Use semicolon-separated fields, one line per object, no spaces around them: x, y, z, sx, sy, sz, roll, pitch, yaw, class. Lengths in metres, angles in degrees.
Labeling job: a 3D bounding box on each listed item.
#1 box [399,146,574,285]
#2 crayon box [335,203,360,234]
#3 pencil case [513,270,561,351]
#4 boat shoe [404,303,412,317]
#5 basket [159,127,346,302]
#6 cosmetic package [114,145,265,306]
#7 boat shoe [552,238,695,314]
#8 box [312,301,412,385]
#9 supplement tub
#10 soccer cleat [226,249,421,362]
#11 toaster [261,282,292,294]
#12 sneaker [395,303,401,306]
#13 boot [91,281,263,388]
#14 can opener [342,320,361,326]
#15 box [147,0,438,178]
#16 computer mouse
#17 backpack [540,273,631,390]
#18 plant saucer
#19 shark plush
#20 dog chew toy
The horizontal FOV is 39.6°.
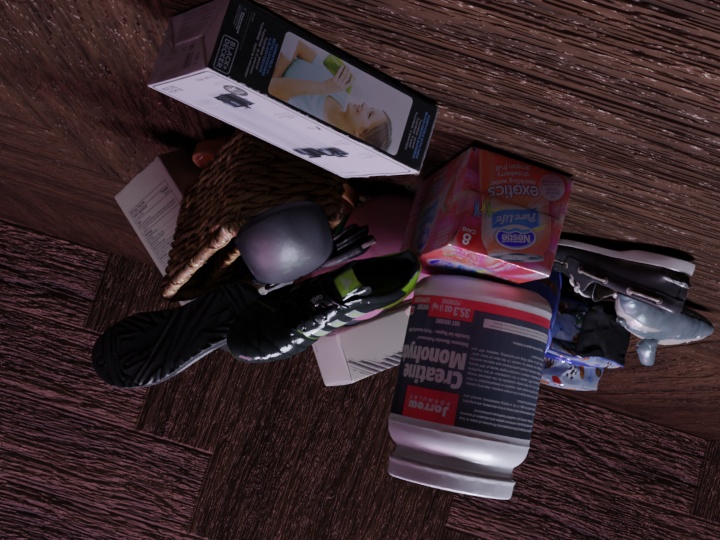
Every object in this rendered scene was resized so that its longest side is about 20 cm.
0.113;-0.044;0.962;0.102;0.095;0.200;17;172;-10;box
0.041;-0.031;1.337;0.200;0.058;0.119;20;172;-23;crayon box
0.187;0.042;1.154;0.078;0.087;0.200;40;-156;0;pencil case
0.128;0.031;1.225;0.063;0.073;0.200;50;-141;8;boat shoe
-0.103;-0.040;1.038;0.143;0.149;0.200;22;147;-23;basket
-0.202;-0.040;1.225;0.105;0.200;0.071;-32;178;35;cosmetic package
0.267;0.005;1.096;0.200;0.060;0.074;12;176;40;boat shoe
0.043;0.086;1.297;0.200;0.068;0.082;-18;180;-29;box
0.105;0.113;0.987;0.140;0.200;0.140;11;173;1;supplement tub
-0.034;0.027;0.946;0.200;0.068;0.081;-23;165;-18;soccer cleat
-0.138;-0.033;1.306;0.200;0.129;0.114;20;-159;35;toaster
0.017;0.029;1.373;0.088;0.075;0.200;2;180;-20;sneaker
-0.174;0.077;1.106;0.200;0.077;0.168;-24;167;6;boot
0.056;0.011;1.236;0.063;0.200;0.079;53;171;51;can opener
-0.052;-0.138;0.793;0.200;0.060;0.117;23;170;-32;box
-0.057;-0.015;0.956;0.138;0.053;0.200;-22;168;4;computer mouse
0.253;0.076;1.344;0.190;0.154;0.200;24;180;34;backpack
-0.096;-0.113;1.166;0.200;0.032;0.200;17;173;2;plant saucer
0.359;0.033;1.227;0.083;0.091;0.200;-14;133;36;shark plush
0.000;0.000;1.167;0.200;0.125;0.124;-35;145;23;dog chew toy
